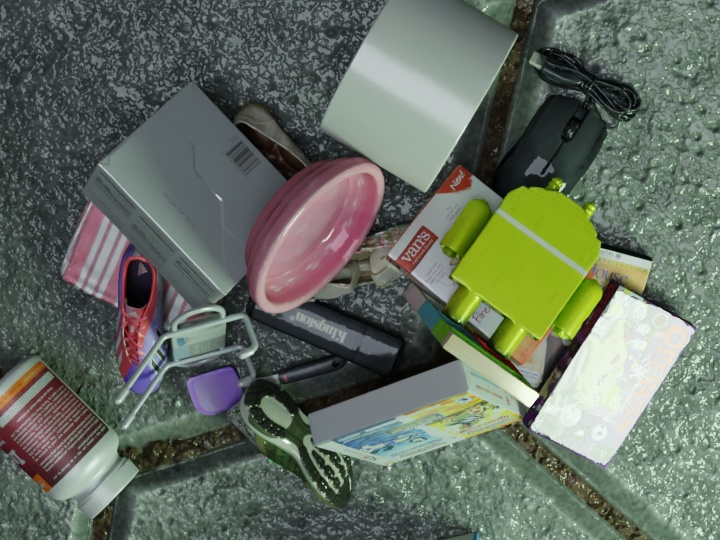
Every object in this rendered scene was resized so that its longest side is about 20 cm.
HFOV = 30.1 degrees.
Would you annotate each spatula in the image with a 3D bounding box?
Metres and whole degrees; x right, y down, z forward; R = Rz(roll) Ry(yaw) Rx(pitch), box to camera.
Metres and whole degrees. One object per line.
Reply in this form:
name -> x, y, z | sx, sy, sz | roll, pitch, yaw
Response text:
spatula -> -0.114, 0.135, 1.657 | 0.199, 0.021, 0.057 | -13, 108, 10

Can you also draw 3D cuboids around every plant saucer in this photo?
plant saucer -> -0.057, -0.046, 1.468 | 0.051, 0.200, 0.201 | 40, 106, 20

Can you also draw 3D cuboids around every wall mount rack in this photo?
wall mount rack -> -0.208, 0.113, 1.564 | 0.173, 0.200, 0.075 | -16, 71, -12

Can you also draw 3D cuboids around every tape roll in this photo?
tape roll -> 0.062, -0.205, 1.458 | 0.139, 0.203, 0.203 | 31, 106, -1

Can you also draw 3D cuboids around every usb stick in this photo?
usb stick -> -0.041, 0.070, 1.626 | 0.199, 0.033, 0.056 | 23, 106, 2

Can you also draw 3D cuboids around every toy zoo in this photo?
toy zoo -> 0.118, 0.077, 1.525 | 0.131, 0.200, 0.020 | 35, 97, -21

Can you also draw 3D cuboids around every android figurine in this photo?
android figurine -> 0.181, -0.008, 1.473 | 0.182, 0.041, 0.200 | 34, 84, 2

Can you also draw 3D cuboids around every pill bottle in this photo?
pill bottle -> -0.376, 0.209, 1.663 | 0.200, 0.113, 0.113 | 45, 105, -4

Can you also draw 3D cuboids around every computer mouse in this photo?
computer mouse -> 0.218, -0.142, 1.529 | 0.138, 0.053, 0.200 | 28, 106, -1

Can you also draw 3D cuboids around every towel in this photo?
towel -> -0.254, -0.014, 1.639 | 0.199, 0.030, 0.147 | 26, 106, -2

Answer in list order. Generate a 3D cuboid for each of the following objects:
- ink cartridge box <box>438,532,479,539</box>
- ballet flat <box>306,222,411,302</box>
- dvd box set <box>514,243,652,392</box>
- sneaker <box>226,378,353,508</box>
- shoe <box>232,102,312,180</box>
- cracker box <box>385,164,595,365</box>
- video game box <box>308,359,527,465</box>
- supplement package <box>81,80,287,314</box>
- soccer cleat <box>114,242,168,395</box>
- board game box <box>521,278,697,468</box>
ink cartridge box -> 0.109, 0.450, 1.650 | 0.125, 0.129, 0.201 | -15, 102, 11
ballet flat -> 0.000, 0.000, 1.582 | 0.199, 0.064, 0.076 | -17, 129, 11
dvd box set -> 0.248, 0.061, 1.586 | 0.146, 0.029, 0.201 | 16, 106, 4
sneaker -> -0.089, 0.219, 1.663 | 0.200, 0.077, 0.088 | 49, 141, -14
shoe -> -0.084, -0.107, 1.576 | 0.070, 0.053, 0.200 | -37, 99, 15
cracker box -> 0.146, -0.005, 1.522 | 0.200, 0.058, 0.134 | 38, 86, 3
video game box -> 0.069, 0.169, 1.549 | 0.199, 0.182, 0.047 | -22, 68, 22
supplement package -> -0.188, -0.082, 1.533 | 0.200, 0.111, 0.156 | 47, 64, -6
soccer cleat -> -0.266, 0.061, 1.606 | 0.068, 0.073, 0.201 | 6, 105, 3
board game box -> 0.290, 0.122, 1.564 | 0.120, 0.032, 0.200 | 26, 101, -23
